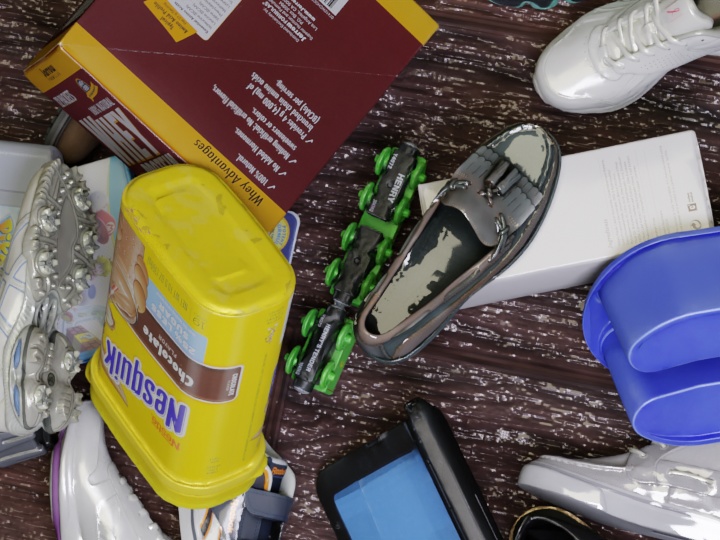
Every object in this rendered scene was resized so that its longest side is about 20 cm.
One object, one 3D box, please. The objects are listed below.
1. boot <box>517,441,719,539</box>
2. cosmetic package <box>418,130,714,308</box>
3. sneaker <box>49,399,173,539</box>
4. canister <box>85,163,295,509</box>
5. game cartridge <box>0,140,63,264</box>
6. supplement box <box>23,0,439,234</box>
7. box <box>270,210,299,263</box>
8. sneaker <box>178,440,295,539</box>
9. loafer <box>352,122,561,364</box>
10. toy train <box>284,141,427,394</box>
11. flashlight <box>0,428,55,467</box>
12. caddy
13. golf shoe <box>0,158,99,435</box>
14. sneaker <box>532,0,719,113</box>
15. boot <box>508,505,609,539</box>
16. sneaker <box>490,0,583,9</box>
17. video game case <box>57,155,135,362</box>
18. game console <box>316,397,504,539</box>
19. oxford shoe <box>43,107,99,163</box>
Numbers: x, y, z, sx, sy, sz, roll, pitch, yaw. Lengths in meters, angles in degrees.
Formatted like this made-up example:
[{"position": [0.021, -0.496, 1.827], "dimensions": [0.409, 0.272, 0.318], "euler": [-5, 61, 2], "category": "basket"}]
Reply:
[{"position": [0.218, 0.141, 1.529], "dimensions": [0.199, 0.074, 0.096], "euler": [16, 79, 1], "category": "boot"}, {"position": [0.149, -0.033, 1.536], "dimensions": [0.199, 0.108, 0.085], "euler": [-10, 81, 5], "category": "cosmetic package"}, {"position": [-0.177, 0.194, 1.575], "dimensions": [0.099, 0.075, 0.201], "euler": [-7, 86, -8], "category": "sneaker"}, {"position": [-0.116, 0.044, 1.455], "dimensions": [0.086, 0.200, 0.149], "euler": [-21, 55, -30], "category": "canister"}, {"position": [-0.286, -0.001, 1.573], "dimensions": [0.133, 0.040, 0.201], "euler": [7, 79, 9], "category": "game cartridge"}, {"position": [-0.094, -0.156, 1.517], "dimensions": [0.197, 0.133, 0.200], "euler": [42, 75, -13], "category": "supplement box"}, {"position": [-0.150, -0.002, 1.606], "dimensions": [0.199, 0.032, 0.121], "euler": [11, 84, 11], "category": "box"}, {"position": [-0.088, 0.179, 1.552], "dimensions": [0.079, 0.078, 0.201], "euler": [-13, 79, 11], "category": "sneaker"}, {"position": [0.068, -0.019, 1.459], "dimensions": [0.072, 0.063, 0.200], "euler": [38, 89, 11], "category": "loafer"}, {"position": [0.000, 0.000, 1.576], "dimensions": [0.042, 0.056, 0.200], "euler": [24, 86, 15], "category": "toy train"}, {"position": [-0.335, 0.133, 1.593], "dimensions": [0.199, 0.068, 0.068], "euler": [-17, 99, 8], "category": "flashlight"}, {"position": [0.256, 0.036, 1.480], "dimensions": [0.199, 0.142, 0.105], "euler": [-9, 40, 1], "category": "caddy"}, {"position": [-0.244, 0.017, 1.507], "dimensions": [0.097, 0.078, 0.201], "euler": [-5, 68, 28], "category": "golf shoe"}, {"position": [0.217, -0.179, 1.550], "dimensions": [0.200, 0.099, 0.078], "euler": [-24, 80, 4], "category": "sneaker"}, {"position": [0.187, 0.234, 1.479], "dimensions": [0.200, 0.138, 0.078], "euler": [28, 87, 9], "category": "boot"}, {"position": [0.170, -0.279, 1.587], "dimensions": [0.199, 0.078, 0.140], "euler": [-13, 79, -4], "category": "sneaker"}, {"position": [-0.252, 0.008, 1.596], "dimensions": [0.199, 0.018, 0.144], "euler": [-16, 79, 8], "category": "video game case"}, {"position": [0.044, 0.205, 1.481], "dimensions": [0.116, 0.176, 0.200], "euler": [-27, 80, 3], "category": "game console"}, {"position": [-0.150, -0.138, 1.606], "dimensions": [0.200, 0.073, 0.084], "euler": [-38, 81, 1], "category": "oxford shoe"}]
